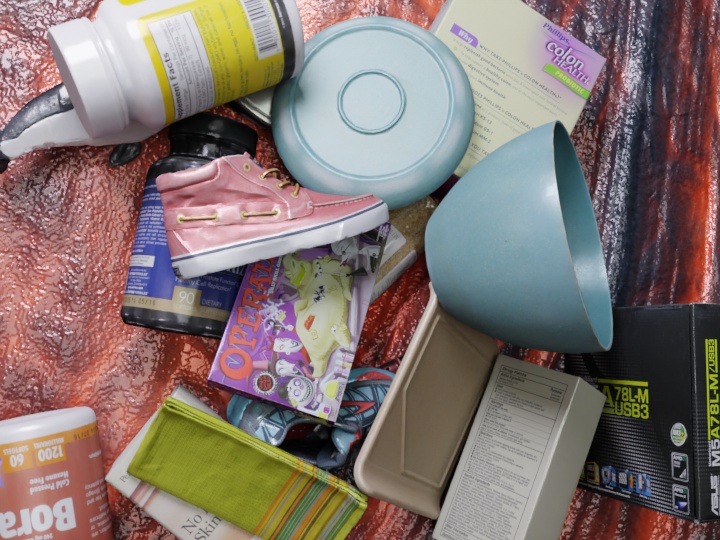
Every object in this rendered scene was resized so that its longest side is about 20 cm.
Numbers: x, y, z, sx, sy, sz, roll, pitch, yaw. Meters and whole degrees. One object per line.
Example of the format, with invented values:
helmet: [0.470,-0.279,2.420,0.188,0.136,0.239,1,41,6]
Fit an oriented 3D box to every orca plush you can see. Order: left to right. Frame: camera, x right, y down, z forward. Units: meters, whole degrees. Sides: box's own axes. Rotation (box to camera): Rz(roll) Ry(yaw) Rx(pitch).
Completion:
orca plush: [-0.270,-0.153,0.763,0.199,0.071,0.106,-33,137,-10]

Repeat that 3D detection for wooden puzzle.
wooden puzzle: [0.068,0.132,0.768,0.037,0.185,0.202,13,74,33]

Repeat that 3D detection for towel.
towel: [-0.097,0.188,0.678,0.199,0.018,0.087,29,105,-9]

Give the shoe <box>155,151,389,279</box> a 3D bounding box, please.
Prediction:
shoe: [-0.073,-0.061,0.677,0.198,0.071,0.092,-15,96,-17]

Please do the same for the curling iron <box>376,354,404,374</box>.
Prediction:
curling iron: [0.031,0.095,0.817,0.198,0.026,0.050,-12,92,-14]

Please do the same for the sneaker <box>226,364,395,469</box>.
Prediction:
sneaker: [-0.024,0.153,0.745,0.198,0.096,0.080,-2,124,-27]

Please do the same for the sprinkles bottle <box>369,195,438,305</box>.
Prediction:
sprinkles bottle: [0.000,0.000,0.798,0.200,0.068,0.068,-43,95,-14]

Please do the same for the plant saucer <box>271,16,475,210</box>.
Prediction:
plant saucer: [0.011,-0.157,0.745,0.198,0.027,0.203,-1,77,4]

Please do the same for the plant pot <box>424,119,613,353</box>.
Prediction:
plant pot: [0.135,-0.018,0.701,0.133,0.200,0.203,-12,87,24]

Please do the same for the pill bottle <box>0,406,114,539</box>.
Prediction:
pill bottle: [-0.277,0.230,0.689,0.111,0.112,0.202,-9,87,-14]

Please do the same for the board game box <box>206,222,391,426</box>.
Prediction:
board game box: [-0.052,0.028,0.718,0.119,0.032,0.202,17,67,-3]

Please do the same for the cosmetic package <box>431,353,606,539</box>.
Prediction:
cosmetic package: [0.161,0.199,0.792,0.073,0.103,0.202,33,77,-43]

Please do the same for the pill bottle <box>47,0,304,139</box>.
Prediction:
pill bottle: [-0.159,-0.195,0.685,0.199,0.114,0.115,-25,91,-19]

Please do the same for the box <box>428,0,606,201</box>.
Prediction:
box: [0.130,-0.174,0.829,0.175,0.097,0.201,30,80,-9]

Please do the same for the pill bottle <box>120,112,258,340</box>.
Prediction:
pill bottle: [-0.155,-0.040,0.742,0.111,0.112,0.202,10,83,-12]

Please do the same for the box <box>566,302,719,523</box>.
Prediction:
box: [0.280,0.133,0.784,0.047,0.200,0.196,0,86,-20]

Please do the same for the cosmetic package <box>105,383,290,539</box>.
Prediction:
cosmetic package: [-0.128,0.212,0.739,0.200,0.087,0.104,40,80,-7]

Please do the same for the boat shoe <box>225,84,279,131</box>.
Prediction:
boat shoe: [-0.143,-0.215,0.786,0.199,0.062,0.075,36,76,-10]
